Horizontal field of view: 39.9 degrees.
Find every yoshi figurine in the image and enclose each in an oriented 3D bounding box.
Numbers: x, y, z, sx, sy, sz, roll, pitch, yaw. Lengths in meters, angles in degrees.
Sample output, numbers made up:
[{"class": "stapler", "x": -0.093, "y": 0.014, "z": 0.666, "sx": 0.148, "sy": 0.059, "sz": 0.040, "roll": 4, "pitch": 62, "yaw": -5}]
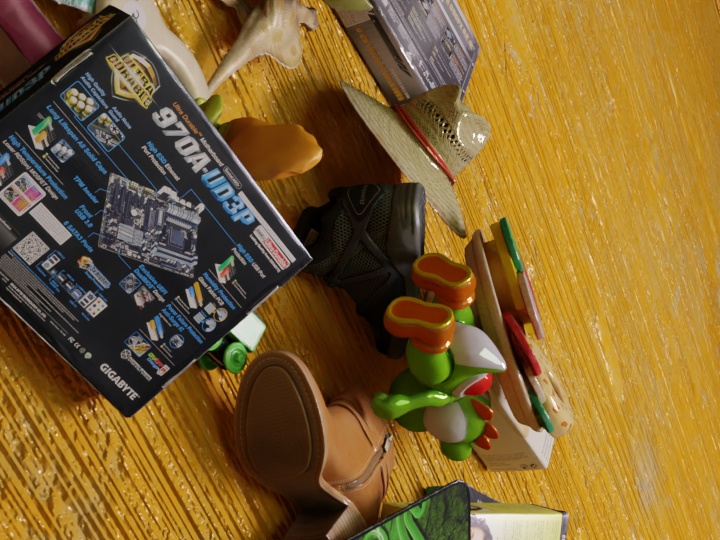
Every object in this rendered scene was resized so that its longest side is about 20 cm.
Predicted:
[{"class": "yoshi figurine", "x": 0.056, "y": 0.084, "z": 0.850, "sx": 0.112, "sy": 0.112, "sz": 0.200, "roll": -113, "pitch": -172, "yaw": -49}]

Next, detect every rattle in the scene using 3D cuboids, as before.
[{"class": "rattle", "x": -0.131, "y": -0.147, "z": 0.657, "sx": 0.130, "sy": 0.143, "sz": 0.200, "roll": -27, "pitch": 110, "yaw": -37}]

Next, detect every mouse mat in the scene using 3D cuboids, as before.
[{"class": "mouse mat", "x": 0.032, "y": 0.279, "z": 0.791, "sx": 0.161, "sy": 0.008, "sz": 0.200, "roll": -20, "pitch": 115, "yaw": -33}]

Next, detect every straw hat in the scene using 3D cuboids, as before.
[{"class": "straw hat", "x": 0.073, "y": -0.128, "z": 0.925, "sx": 0.201, "sy": 0.085, "sz": 0.201, "roll": 51, "pitch": 10, "yaw": -13}]

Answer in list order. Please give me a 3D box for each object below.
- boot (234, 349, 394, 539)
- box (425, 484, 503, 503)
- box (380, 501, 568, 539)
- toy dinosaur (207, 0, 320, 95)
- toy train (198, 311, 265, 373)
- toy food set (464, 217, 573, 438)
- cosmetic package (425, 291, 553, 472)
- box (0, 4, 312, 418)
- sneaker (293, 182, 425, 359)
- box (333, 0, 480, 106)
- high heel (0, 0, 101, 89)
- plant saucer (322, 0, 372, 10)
[{"class": "boot", "x": -0.028, "y": 0.127, "z": 0.791, "sx": 0.155, "sy": 0.074, "sz": 0.200, "roll": -49, "pitch": 133, "yaw": -59}, {"class": "box", "x": 0.094, "y": 0.313, "z": 0.943, "sx": 0.082, "sy": 0.049, "sz": 0.200, "roll": 36, "pitch": 52, "yaw": -46}, {"class": "box", "x": 0.103, "y": 0.247, "z": 0.883, "sx": 0.200, "sy": 0.050, "sz": 0.075, "roll": 11, "pitch": 84, "yaw": -40}, {"class": "toy dinosaur", "x": -0.080, "y": -0.210, "z": 0.821, "sx": 0.200, "sy": 0.058, "sz": 0.101, "roll": -51, "pitch": 124, "yaw": -50}, {"class": "toy train", "x": -0.136, "y": 0.002, "z": 0.682, "sx": 0.200, "sy": 0.042, "sz": 0.056, "roll": 50, "pitch": 54, "yaw": -38}, {"class": "toy food set", "x": 0.143, "y": 0.054, "z": 0.903, "sx": 0.198, "sy": 0.049, "sz": 0.200, "roll": 45, "pitch": 30, "yaw": -68}, {"class": "cosmetic package", "x": 0.135, "y": 0.113, "z": 1.042, "sx": 0.200, "sy": 0.071, "sz": 0.105, "roll": 53, "pitch": 41, "yaw": -34}, {"class": "box", "x": -0.145, "y": -0.029, "z": 0.596, "sx": 0.159, "sy": 0.046, "sz": 0.200, "roll": -42, "pitch": 125, "yaw": -8}, {"class": "sneaker", "x": 0.000, "y": 0.000, "z": 0.880, "sx": 0.200, "sy": 0.114, "sz": 0.076, "roll": 85, "pitch": 14, "yaw": -49}, {"class": "box", "x": 0.050, "y": -0.262, "z": 1.042, "sx": 0.200, "sy": 0.048, "sz": 0.159, "roll": 54, "pitch": 40, "yaw": -34}, {"class": "high heel", "x": -0.222, "y": -0.128, "z": 0.571, "sx": 0.200, "sy": 0.067, "sz": 0.096, "roll": 23, "pitch": 77, "yaw": -41}, {"class": "plant saucer", "x": -0.062, "y": -0.290, "z": 0.823, "sx": 0.200, "sy": 0.031, "sz": 0.200, "roll": 50, "pitch": 12, "yaw": -14}]
